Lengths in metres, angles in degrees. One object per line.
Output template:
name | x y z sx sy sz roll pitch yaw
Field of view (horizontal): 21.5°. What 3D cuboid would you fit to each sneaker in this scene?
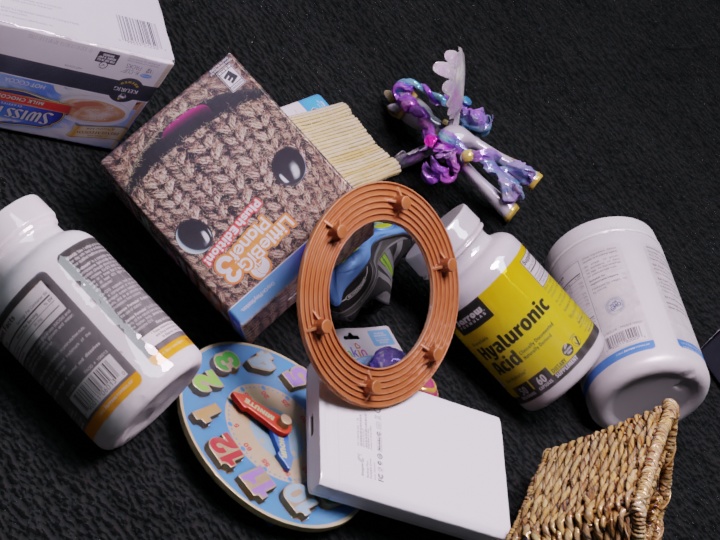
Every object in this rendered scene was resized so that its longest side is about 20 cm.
sneaker | 0.000 0.000 1.867 0.070 0.083 0.200 2 17 17

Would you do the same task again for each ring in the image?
ring | 0.022 0.022 1.682 0.200 0.019 0.202 -1 91 -44

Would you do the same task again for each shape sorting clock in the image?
shape sorting clock | -0.074 0.142 1.671 0.199 0.039 0.201 24 40 -22

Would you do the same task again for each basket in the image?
basket | 0.240 0.237 1.728 0.143 0.148 0.200 60 26 -12

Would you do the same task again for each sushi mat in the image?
sushi mat | -0.015 -0.122 1.861 0.096 0.012 0.200 47 17 4

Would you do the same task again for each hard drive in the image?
hard drive | 0.042 0.164 1.700 0.199 0.027 0.132 19 48 -26

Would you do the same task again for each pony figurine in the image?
pony figurine | 0.098 -0.136 2.043 0.200 0.167 0.193 39 4 3

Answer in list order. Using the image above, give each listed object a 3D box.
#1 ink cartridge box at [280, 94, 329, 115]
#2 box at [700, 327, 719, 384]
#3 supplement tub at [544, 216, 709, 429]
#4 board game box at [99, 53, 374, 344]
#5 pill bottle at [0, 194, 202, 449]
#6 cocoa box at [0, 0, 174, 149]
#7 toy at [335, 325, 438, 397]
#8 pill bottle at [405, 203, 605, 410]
ink cartridge box | -0.078 -0.093 1.886 0.116 0.067 0.200 50 37 11
box | 0.525 0.118 2.157 0.196 0.124 0.200 -12 61 -49
supplement tub | 0.278 0.058 1.995 0.131 0.132 0.201 15 44 -30
board game box | -0.111 -0.064 1.733 0.200 0.159 0.097 47 -8 9
pill bottle | -0.235 0.041 1.567 0.200 0.116 0.116 46 37 7
cocoa box | -0.297 -0.215 1.761 0.199 0.131 0.134 9 47 -35
toy | 0.042 0.123 1.786 0.115 0.047 0.201 -2 54 -45
pill bottle | 0.140 0.033 1.891 0.200 0.111 0.111 47 36 -7
